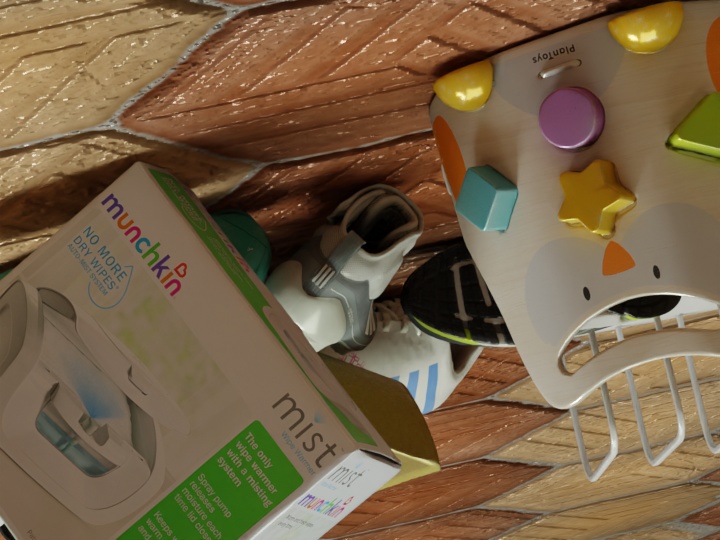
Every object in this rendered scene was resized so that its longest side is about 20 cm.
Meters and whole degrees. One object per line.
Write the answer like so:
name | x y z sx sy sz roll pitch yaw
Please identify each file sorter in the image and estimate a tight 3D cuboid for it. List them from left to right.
file sorter | 0.244 0.060 2.040 0.199 0.125 0.139 -11 166 -8

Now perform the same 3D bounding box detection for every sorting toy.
sorting toy | 0.132 -0.029 1.496 0.199 0.181 0.107 -18 165 19

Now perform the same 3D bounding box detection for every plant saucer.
plant saucer | -0.060 0.075 1.786 0.199 0.049 0.200 21 166 -10

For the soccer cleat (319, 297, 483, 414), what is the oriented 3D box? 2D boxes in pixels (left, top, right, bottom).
soccer cleat | 0.012 0.043 1.922 0.086 0.070 0.200 -43 153 13

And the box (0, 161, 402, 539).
box | -0.109 0.078 1.549 0.176 0.200 0.097 -40 162 7

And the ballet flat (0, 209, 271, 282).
ballet flat | -0.145 0.022 1.655 0.199 0.071 0.067 -18 125 13

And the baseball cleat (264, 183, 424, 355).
baseball cleat | 0.000 0.000 1.715 0.106 0.070 0.200 -45 180 7

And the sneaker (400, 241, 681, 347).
sneaker | 0.109 0.019 1.883 0.199 0.074 0.081 -2 165 -31

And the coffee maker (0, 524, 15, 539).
coffee maker | -0.140 0.170 2.101 0.191 0.135 0.200 -7 163 -25

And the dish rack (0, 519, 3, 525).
dish rack | -0.246 0.129 1.882 0.200 0.044 0.172 -41 156 6
